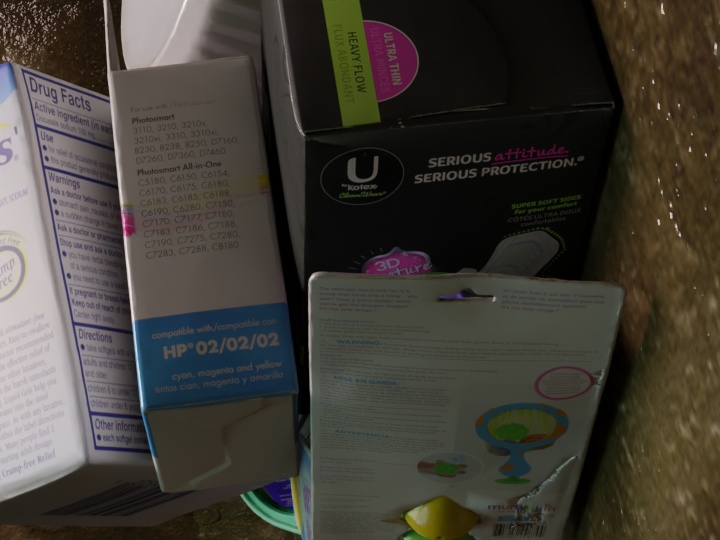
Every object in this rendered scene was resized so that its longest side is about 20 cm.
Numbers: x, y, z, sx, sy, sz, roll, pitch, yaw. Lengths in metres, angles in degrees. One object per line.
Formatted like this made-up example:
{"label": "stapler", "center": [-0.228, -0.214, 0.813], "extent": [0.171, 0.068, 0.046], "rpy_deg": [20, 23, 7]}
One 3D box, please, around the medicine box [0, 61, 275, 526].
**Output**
{"label": "medicine box", "center": [-0.138, 0.020, 0.830], "extent": [0.182, 0.102, 0.202], "rpy_deg": [15, -123, -60]}

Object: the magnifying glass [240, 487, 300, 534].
{"label": "magnifying glass", "center": [-0.003, 0.153, 0.988], "extent": [0.080, 0.200, 0.022], "rpy_deg": [-58, -16, 25]}

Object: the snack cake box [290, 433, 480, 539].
{"label": "snack cake box", "center": [0.025, 0.113, 0.868], "extent": [0.200, 0.114, 0.068], "rpy_deg": [-169, 73, -84]}

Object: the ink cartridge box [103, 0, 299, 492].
{"label": "ink cartridge box", "center": [-0.072, -0.015, 0.735], "extent": [0.115, 0.067, 0.202], "rpy_deg": [96, 166, -66]}

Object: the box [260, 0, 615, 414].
{"label": "box", "center": [0.022, -0.055, 0.715], "extent": [0.201, 0.123, 0.150], "rpy_deg": [95, 167, -54]}

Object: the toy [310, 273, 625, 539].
{"label": "toy", "center": [0.037, 0.051, 0.675], "extent": [0.201, 0.114, 0.048], "rpy_deg": [92, 179, -50]}

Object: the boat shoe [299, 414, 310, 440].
{"label": "boat shoe", "center": [0.000, 0.000, 0.840], "extent": [0.201, 0.065, 0.072], "rpy_deg": [-59, -4, -33]}

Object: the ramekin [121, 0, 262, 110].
{"label": "ramekin", "center": [-0.059, -0.168, 0.855], "extent": [0.202, 0.093, 0.204], "rpy_deg": [-169, 90, -68]}

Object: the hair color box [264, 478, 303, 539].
{"label": "hair color box", "center": [-0.020, 0.128, 1.136], "extent": [0.201, 0.064, 0.110], "rpy_deg": [59, -156, -43]}
